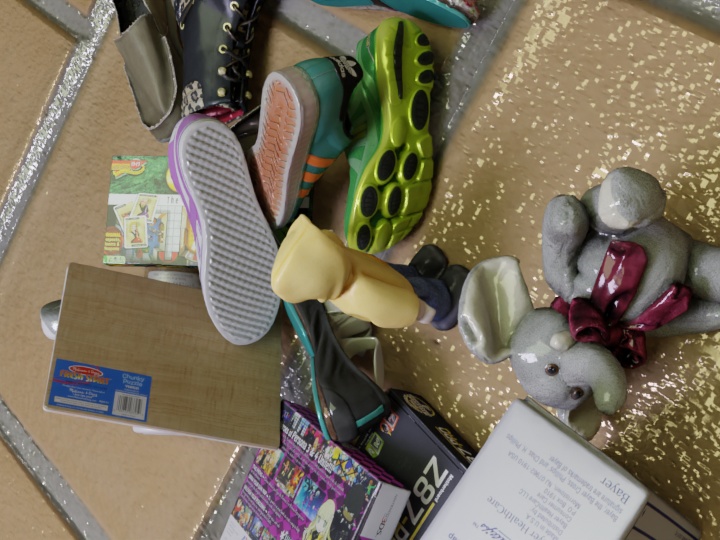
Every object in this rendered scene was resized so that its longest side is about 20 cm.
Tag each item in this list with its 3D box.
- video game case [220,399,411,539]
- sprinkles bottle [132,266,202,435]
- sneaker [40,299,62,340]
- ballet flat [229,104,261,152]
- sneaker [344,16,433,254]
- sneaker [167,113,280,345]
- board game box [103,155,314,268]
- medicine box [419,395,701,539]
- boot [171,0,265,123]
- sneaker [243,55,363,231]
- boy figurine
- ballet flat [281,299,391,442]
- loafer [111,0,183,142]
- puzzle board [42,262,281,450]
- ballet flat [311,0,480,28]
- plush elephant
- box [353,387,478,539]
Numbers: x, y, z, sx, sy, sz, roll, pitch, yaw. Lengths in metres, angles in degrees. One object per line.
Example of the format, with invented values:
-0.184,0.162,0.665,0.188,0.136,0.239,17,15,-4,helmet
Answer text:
-0.051,0.220,0.880,0.199,0.035,0.183,23,91,62,video game case
-0.180,0.056,1.055,0.068,0.068,0.203,-5,79,37,sprinkles bottle
-0.243,0.062,1.039,0.069,0.200,0.082,-4,88,8,sneaker
-0.084,-0.135,1.028,0.198,0.046,0.068,-24,69,32,ballet flat
0.018,-0.113,0.941,0.083,0.073,0.203,1,82,59,sneaker
-0.124,-0.041,0.972,0.114,0.072,0.203,-151,50,-65,sneaker
-0.142,-0.054,1.020,0.197,0.023,0.106,1,80,10,board game box
0.111,0.209,0.704,0.103,0.182,0.201,35,89,33,medicine box
-0.113,-0.234,1.048,0.202,0.073,0.156,-17,73,47,boot
-0.045,-0.103,0.918,0.072,0.079,0.201,57,152,17,sneaker
0.000,0.000,0.844,0.124,0.199,0.065,40,106,38,boy figurine
-0.018,0.067,0.922,0.068,0.069,0.201,-20,39,-3,ballet flat
-0.226,-0.226,1.139,0.075,0.069,0.202,-30,65,29,loafer
-0.164,0.075,0.944,0.017,0.197,0.152,120,155,-46,puzzle board
0.025,-0.260,0.953,0.198,0.075,0.065,20,86,36,ballet flat
0.161,0.032,0.744,0.156,0.164,0.199,-64,23,-7,plush elephant
0.030,0.222,0.864,0.161,0.049,0.202,43,108,43,box
